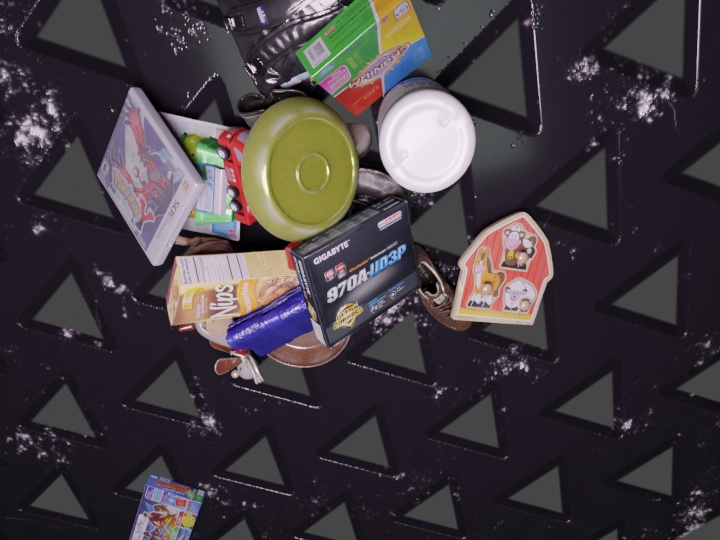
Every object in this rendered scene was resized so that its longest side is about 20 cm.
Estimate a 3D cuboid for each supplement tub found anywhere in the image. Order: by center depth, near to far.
[{"bbox_3d":[0.088,-0.203,0.754,0.128,0.201,0.135,0,116,0],"label":"supplement tub"}]

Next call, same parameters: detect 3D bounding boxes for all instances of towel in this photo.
[{"bbox_3d":[-0.118,0.077,0.884,0.196,0.148,0.050,-27,71,5],"label":"towel"}]

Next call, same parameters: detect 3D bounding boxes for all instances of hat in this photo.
[{"bbox_3d":[-0.015,-0.088,0.875,0.195,0.081,0.205,-4,117,-7],"label":"hat"}]

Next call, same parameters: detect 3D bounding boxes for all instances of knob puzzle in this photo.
[{"bbox_3d":[0.261,-0.001,0.907,0.214,0.030,0.226,-5,110,-15],"label":"knob puzzle"}]

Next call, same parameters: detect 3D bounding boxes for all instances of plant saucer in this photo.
[{"bbox_3d":[-0.073,-0.139,0.738,0.196,0.031,0.206,-11,109,-36],"label":"plant saucer"},{"bbox_3d":[-0.111,0.088,0.978,0.195,0.037,0.205,1,114,2],"label":"plant saucer"}]

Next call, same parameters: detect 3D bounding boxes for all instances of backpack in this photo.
[{"bbox_3d":[-0.074,-0.363,0.729,0.196,0.154,0.166,-15,113,32],"label":"backpack"}]

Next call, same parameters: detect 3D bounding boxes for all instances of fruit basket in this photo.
[{"bbox_3d":[-0.285,-0.152,0.844,0.195,0.094,0.190,11,114,0],"label":"fruit basket"}]

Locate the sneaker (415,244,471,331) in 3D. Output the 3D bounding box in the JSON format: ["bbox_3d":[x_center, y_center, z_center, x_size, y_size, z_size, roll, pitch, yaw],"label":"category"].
[{"bbox_3d":[0.136,0.047,0.933,0.070,0.076,0.200,-37,108,16],"label":"sneaker"}]

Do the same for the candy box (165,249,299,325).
[{"bbox_3d":[-0.199,0.025,0.829,0.196,0.056,0.116,-6,149,-33],"label":"candy box"}]

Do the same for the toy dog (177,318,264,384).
[{"bbox_3d":[-0.264,0.135,0.964,0.095,0.132,0.204,-26,103,-11],"label":"toy dog"}]

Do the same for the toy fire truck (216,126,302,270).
[{"bbox_3d":[-0.136,-0.107,0.786,0.138,0.049,0.204,21,135,25],"label":"toy fire truck"}]

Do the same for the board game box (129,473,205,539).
[{"bbox_3d":[-0.449,0.572,1.200,0.133,0.035,0.203,21,113,-8],"label":"board game box"}]

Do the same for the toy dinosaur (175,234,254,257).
[{"bbox_3d":[-0.236,-0.017,0.876,0.132,0.200,0.088,2,75,-3],"label":"toy dinosaur"}]

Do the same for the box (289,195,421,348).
[{"bbox_3d":[0.000,0.000,0.801,0.198,0.046,0.162,-30,123,-27],"label":"box"}]

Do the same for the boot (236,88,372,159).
[{"bbox_3d":[-0.079,-0.216,0.783,0.194,0.069,0.131,-6,158,-1],"label":"boot"}]

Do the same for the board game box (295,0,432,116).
[{"bbox_3d":[0.015,-0.299,0.715,0.152,0.200,0.041,-35,83,15],"label":"board game box"}]

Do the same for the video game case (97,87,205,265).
[{"bbox_3d":[-0.333,-0.143,0.810,0.202,0.023,0.183,53,124,15],"label":"video game case"}]
